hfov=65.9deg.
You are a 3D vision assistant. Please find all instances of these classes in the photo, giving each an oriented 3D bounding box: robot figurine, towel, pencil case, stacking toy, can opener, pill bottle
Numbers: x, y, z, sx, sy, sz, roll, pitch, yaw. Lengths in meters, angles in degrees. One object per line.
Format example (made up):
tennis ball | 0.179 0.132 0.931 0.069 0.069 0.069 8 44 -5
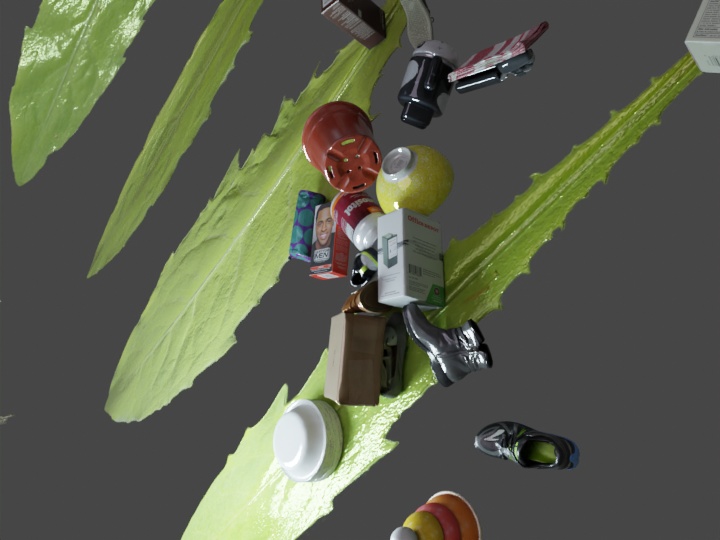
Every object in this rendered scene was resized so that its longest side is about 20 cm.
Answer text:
robot figurine | 0.161 -0.452 1.345 0.149 0.124 0.203 24 96 46
towel | 0.300 -0.482 1.223 0.198 0.023 0.144 -7 31 46
pencil case | -0.153 -0.126 1.597 0.084 0.092 0.203 6 80 12
stacking toy | 0.123 0.498 1.045 0.145 0.198 0.148 -16 66 42
can opener | 0.295 -0.455 1.250 0.198 0.066 0.054 -4 74 41
pill bottle | 0.013 -0.119 1.405 0.114 0.112 0.200 -56 47 18

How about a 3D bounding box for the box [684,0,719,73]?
box | 0.627 -0.425 0.872 0.127 0.108 0.202 29 99 46

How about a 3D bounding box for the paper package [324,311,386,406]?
paper package | -0.017 0.206 1.294 0.191 0.102 0.203 147 129 -74

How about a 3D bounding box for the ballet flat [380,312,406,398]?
ballet flat | 0.068 0.193 1.290 0.067 0.063 0.203 -9 71 41

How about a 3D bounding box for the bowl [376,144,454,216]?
bowl | 0.109 -0.225 1.304 0.198 0.108 0.203 -19 51 26

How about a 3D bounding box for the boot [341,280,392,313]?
boot | 0.010 0.073 1.301 0.153 0.199 0.075 -21 86 35

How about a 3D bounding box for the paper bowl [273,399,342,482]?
paper bowl | -0.146 0.431 1.411 0.199 0.104 0.204 -17 66 43

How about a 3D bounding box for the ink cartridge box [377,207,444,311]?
ink cartridge box | 0.114 -0.021 1.250 0.083 0.145 0.203 -16 66 42

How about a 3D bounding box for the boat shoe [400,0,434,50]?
boat shoe | 0.155 -0.663 1.463 0.074 0.062 0.203 -23 77 34

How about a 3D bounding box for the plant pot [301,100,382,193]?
plant pot | -0.039 -0.304 1.414 0.202 0.199 0.196 -54 29 19

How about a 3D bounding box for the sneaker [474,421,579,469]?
sneaker | 0.292 0.317 1.010 0.198 0.082 0.072 -3 76 45

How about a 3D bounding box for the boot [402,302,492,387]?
boot | 0.185 0.132 1.163 0.131 0.070 0.201 -36 85 31

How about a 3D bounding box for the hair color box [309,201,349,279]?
hair color box | -0.081 -0.083 1.528 0.101 0.061 0.203 -10 71 44

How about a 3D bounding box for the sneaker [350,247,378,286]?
sneaker | 0.000 0.000 1.339 0.072 0.200 0.083 42 77 5

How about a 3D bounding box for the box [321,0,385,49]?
box | -0.018 -0.722 1.554 0.074 0.199 0.102 -18 66 38
